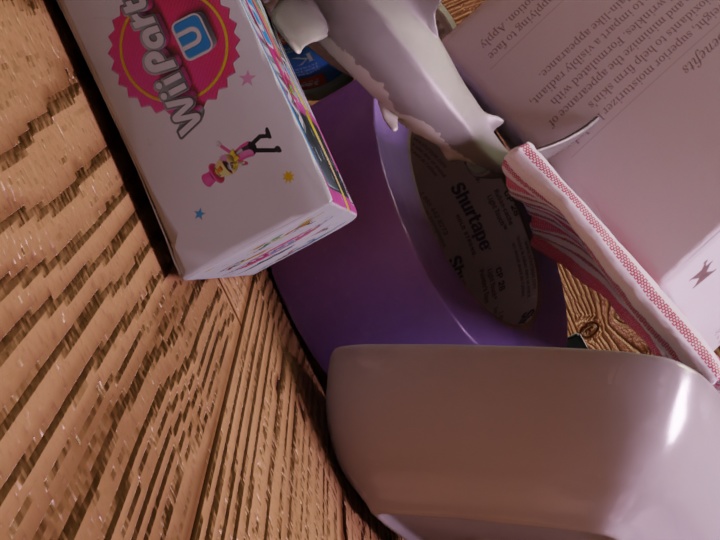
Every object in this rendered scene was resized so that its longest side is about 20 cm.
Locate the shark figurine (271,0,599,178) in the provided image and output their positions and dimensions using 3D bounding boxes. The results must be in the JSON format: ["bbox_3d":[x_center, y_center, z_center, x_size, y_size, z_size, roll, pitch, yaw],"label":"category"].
[{"bbox_3d":[0.035,-0.111,0.705,0.214,0.089,0.128,41,17,-17],"label":"shark figurine"}]

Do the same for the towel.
[{"bbox_3d":[0.134,0.012,0.771,0.147,0.030,0.200,50,5,14],"label":"towel"}]

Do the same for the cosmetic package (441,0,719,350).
[{"bbox_3d":[0.182,-0.090,0.851,0.201,0.165,0.165,52,5,26],"label":"cosmetic package"}]

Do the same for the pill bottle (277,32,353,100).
[{"bbox_3d":[-0.051,-0.196,1.101,0.200,0.111,0.113,50,16,-74],"label":"pill bottle"}]

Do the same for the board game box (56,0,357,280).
[{"bbox_3d":[-0.061,-0.076,0.605,0.200,0.064,0.149,-24,88,-86],"label":"board game box"}]

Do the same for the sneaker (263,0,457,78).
[{"bbox_3d":[-0.015,-0.186,0.932,0.199,0.073,0.114,29,26,11],"label":"sneaker"}]

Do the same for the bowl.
[{"bbox_3d":[0.090,0.107,0.732,0.200,0.197,0.076,44,53,-54],"label":"bowl"}]

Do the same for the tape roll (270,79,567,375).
[{"bbox_3d":[0.033,-0.014,0.845,0.200,0.084,0.202,44,32,-36],"label":"tape roll"}]

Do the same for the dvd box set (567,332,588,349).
[{"bbox_3d":[0.181,0.158,0.968,0.147,0.029,0.202,-107,172,-62],"label":"dvd box set"}]
